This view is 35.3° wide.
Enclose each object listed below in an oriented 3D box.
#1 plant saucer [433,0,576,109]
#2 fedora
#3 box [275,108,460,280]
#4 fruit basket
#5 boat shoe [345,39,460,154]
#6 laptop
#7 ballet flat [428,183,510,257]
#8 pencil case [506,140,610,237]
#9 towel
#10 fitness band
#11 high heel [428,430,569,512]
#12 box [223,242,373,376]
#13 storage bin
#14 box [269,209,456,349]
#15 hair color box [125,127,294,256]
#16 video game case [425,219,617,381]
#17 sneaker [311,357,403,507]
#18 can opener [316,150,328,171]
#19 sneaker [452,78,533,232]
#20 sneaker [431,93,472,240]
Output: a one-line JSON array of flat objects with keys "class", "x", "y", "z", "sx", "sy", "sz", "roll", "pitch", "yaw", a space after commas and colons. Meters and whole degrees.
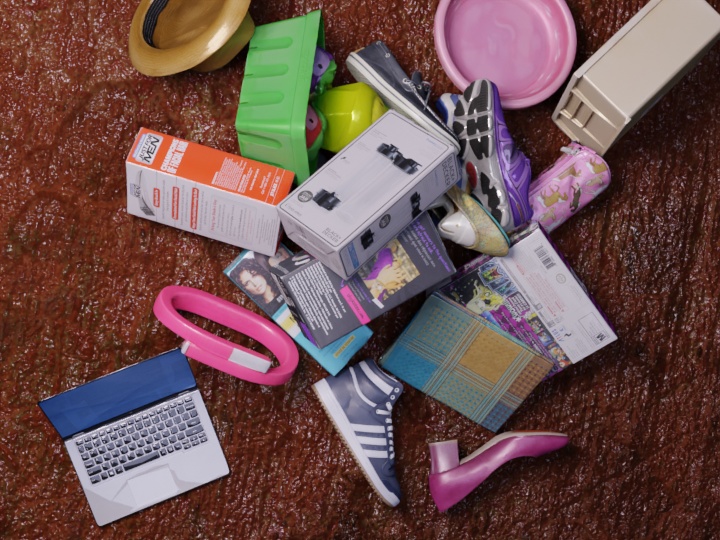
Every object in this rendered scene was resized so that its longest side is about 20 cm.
[{"class": "plant saucer", "x": 0.191, "y": -0.311, "z": 1.529, "sx": 0.200, "sy": 0.051, "sz": 0.201, "roll": 2, "pitch": 82, "yaw": -13}, {"class": "fedora", "x": -0.199, "y": -0.309, "z": 1.419, "sx": 0.082, "sy": 0.200, "sz": 0.201, "roll": 35, "pitch": 85, "yaw": -48}, {"class": "box", "x": 0.012, "y": -0.094, "z": 1.364, "sx": 0.200, "sy": 0.117, "sz": 0.060, "roll": -43, "pitch": 145, "yaw": -18}, {"class": "fruit basket", "x": -0.044, "y": -0.207, "z": 1.426, "sx": 0.215, "sy": 0.156, "sz": 0.216, "roll": -1, "pitch": 60, "yaw": 1}, {"class": "boat shoe", "x": 0.065, "y": -0.228, "z": 1.484, "sx": 0.062, "sy": 0.075, "sz": 0.200, "roll": -41, "pitch": 73, "yaw": -8}, {"class": "laptop", "x": -0.282, "y": 0.215, "z": 1.440, "sx": 0.187, "sy": 0.116, "sz": 0.201, "roll": -21, "pitch": 97, "yaw": -9}, {"class": "ballet flat", "x": 0.107, "y": -0.083, "z": 1.453, "sx": 0.071, "sy": 0.071, "sz": 0.200, "roll": -39, "pitch": 86, "yaw": -7}, {"class": "pencil case", "x": 0.246, "y": -0.092, "z": 1.551, "sx": 0.200, "sy": 0.083, "sz": 0.087, "roll": -39, "pitch": 100, "yaw": -7}, {"class": "towel", "x": 0.142, "y": 0.125, "z": 1.538, "sx": 0.200, "sy": 0.022, "sz": 0.147, "roll": 30, "pitch": 118, "yaw": -11}, {"class": "fitness band", "x": -0.170, "y": 0.082, "z": 1.442, "sx": 0.200, "sy": 0.144, "sz": 0.037, "roll": 25, "pitch": 106, "yaw": -15}, {"class": "high heel", "x": 0.193, "y": 0.275, "z": 1.568, "sx": 0.199, "sy": 0.067, "sz": 0.096, "roll": -7, "pitch": 85, "yaw": 3}, {"class": "box", "x": -0.082, "y": 0.042, "z": 1.506, "sx": 0.200, "sy": 0.049, "sz": 0.082, "roll": 44, "pitch": 84, "yaw": -11}, {"class": "storage bin", "x": 0.369, "y": -0.265, "z": 1.512, "sx": 0.200, "sy": 0.199, "sz": 0.094, "roll": -44, "pitch": 83, "yaw": -7}, {"class": "box", "x": 0.000, "y": 0.000, "z": 1.431, "sx": 0.200, "sy": 0.122, "sz": 0.106, "roll": -29, "pitch": 100, "yaw": -9}, {"class": "hair color box", "x": -0.189, "y": -0.097, "z": 1.418, "sx": 0.199, "sy": 0.111, "sz": 0.064, "roll": 16, "pitch": 57, "yaw": 0}, {"class": "video game case", "x": 0.217, "y": 0.057, "z": 1.526, "sx": 0.181, "sy": 0.036, "sz": 0.200, "roll": -33, "pitch": 110, "yaw": 18}, {"class": "sneaker", "x": 0.029, "y": 0.214, "z": 1.529, "sx": 0.108, "sy": 0.070, "sz": 0.200, "roll": -31, "pitch": 96, "yaw": -7}, {"class": "can opener", "x": -0.024, "y": -0.105, "z": 1.518, "sx": 0.200, "sy": 0.053, "sz": 0.067, "roll": 51, "pitch": 51, "yaw": -10}, {"class": "sneaker", "x": 0.179, "y": -0.151, "z": 1.480, "sx": 0.083, "sy": 0.081, "sz": 0.201, "roll": -16, "pitch": 98, "yaw": -32}, {"class": "sneaker", "x": 0.114, "y": -0.142, "z": 1.532, "sx": 0.088, "sy": 0.075, "sz": 0.201, "roll": 17, "pitch": 81, "yaw": -4}]
